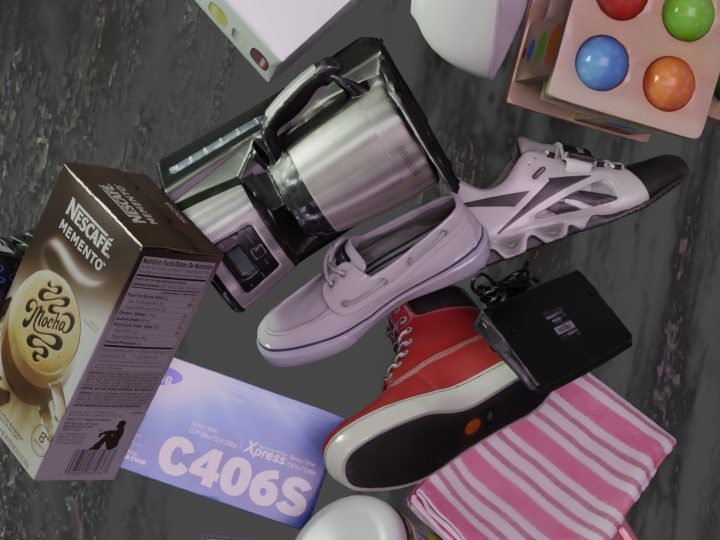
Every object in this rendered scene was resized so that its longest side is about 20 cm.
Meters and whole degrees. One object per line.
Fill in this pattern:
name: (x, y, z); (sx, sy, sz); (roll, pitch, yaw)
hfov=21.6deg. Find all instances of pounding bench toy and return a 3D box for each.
pounding bench toy: (0.237, -0.166, 1.465); (0.199, 0.156, 0.125); (15, 90, -11)

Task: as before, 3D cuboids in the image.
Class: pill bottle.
pill bottle: (0.040, 0.255, 1.411); (0.200, 0.109, 0.109); (40, 81, -39)

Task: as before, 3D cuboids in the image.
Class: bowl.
bowl: (0.092, -0.264, 1.422); (0.074, 0.200, 0.201); (12, 120, 8)

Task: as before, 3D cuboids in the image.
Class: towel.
towel: (0.143, 0.153, 1.454); (0.146, 0.030, 0.200); (37, 58, 7)

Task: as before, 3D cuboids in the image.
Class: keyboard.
keyboard: (0.137, 0.043, 1.449); (0.040, 0.200, 0.104); (-42, 78, 26)

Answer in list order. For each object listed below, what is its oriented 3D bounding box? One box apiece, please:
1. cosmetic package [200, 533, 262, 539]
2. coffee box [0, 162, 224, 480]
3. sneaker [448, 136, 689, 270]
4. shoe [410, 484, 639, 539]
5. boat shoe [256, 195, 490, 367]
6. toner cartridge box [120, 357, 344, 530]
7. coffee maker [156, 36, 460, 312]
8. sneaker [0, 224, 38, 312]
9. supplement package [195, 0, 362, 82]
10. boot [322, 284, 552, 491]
cosmetic package: (-0.084, 0.308, 1.444); (0.101, 0.074, 0.201); (9, 84, -8)
coffee box: (-0.194, 0.038, 1.356); (0.080, 0.113, 0.201); (5, 119, -46)
sneaker: (0.163, -0.072, 1.497); (0.199, 0.074, 0.089); (-19, 92, -9)
shoe: (0.137, 0.205, 1.487); (0.200, 0.072, 0.091); (39, 48, 14)
boat shoe: (0.000, 0.000, 1.451); (0.199, 0.074, 0.067); (-30, 131, 3)
toner cartridge box: (-0.121, 0.125, 1.461); (0.199, 0.043, 0.095); (19, 84, -7)
coffee maker: (-0.041, -0.074, 1.435); (0.199, 0.192, 0.135); (-30, 96, 6)
sneaker: (-0.239, -0.011, 1.408); (0.200, 0.112, 0.073); (-38, 64, -8)
supplement package: (-0.076, -0.275, 1.454); (0.156, 0.111, 0.200); (-43, 93, -8)
boot: (0.029, 0.082, 1.437); (0.199, 0.073, 0.144); (-23, 47, -29)
